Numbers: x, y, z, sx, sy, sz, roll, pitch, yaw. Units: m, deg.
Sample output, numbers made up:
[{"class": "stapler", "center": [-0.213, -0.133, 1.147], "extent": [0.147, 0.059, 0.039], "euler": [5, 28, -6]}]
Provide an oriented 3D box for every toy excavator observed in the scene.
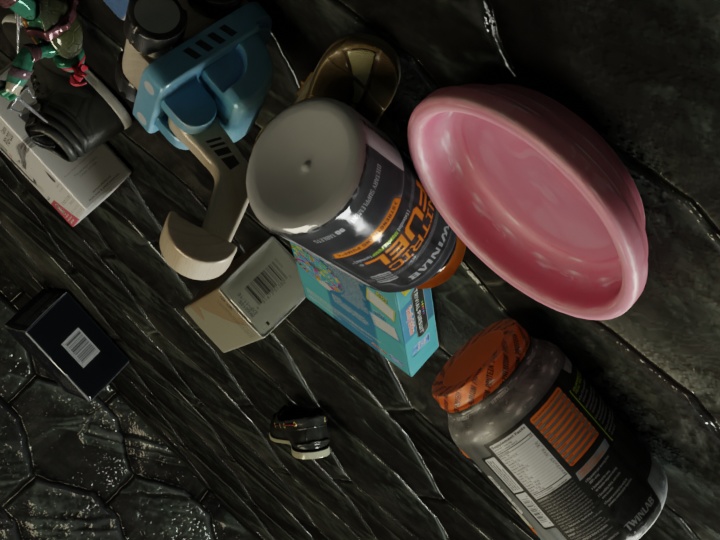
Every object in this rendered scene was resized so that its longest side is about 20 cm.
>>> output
[{"class": "toy excavator", "center": [-0.118, -0.118, 1.023], "extent": [0.200, 0.194, 0.100], "euler": [48, 152, 7]}]

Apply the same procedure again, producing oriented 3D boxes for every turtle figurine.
[{"class": "turtle figurine", "center": [-0.340, -0.261, 1.352], "extent": [0.201, 0.100, 0.151], "euler": [69, -170, -47]}]

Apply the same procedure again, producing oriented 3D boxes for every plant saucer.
[{"class": "plant saucer", "center": [0.121, -0.054, 0.900], "extent": [0.200, 0.051, 0.201], "euler": [40, 161, 17]}]

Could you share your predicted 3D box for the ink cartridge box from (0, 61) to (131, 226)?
[{"class": "ink cartridge box", "center": [-0.404, -0.165, 1.692], "extent": [0.200, 0.085, 0.145], "euler": [49, 160, -8]}]

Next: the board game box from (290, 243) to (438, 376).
[{"class": "board game box", "center": [0.000, 0.000, 1.260], "extent": [0.151, 0.047, 0.201], "euler": [36, 159, 25]}]

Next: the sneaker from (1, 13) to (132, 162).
[{"class": "sneaker", "center": [-0.366, -0.208, 1.503], "extent": [0.200, 0.099, 0.071], "euler": [43, 163, 9]}]

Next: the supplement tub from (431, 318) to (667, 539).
[{"class": "supplement tub", "center": [0.160, 0.146, 1.120], "extent": [0.200, 0.123, 0.122], "euler": [49, 160, -10]}]

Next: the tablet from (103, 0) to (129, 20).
[{"class": "tablet", "center": [-0.269, -0.323, 1.199], "extent": [0.200, 0.014, 0.130], "euler": [48, 160, -12]}]

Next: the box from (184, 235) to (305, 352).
[{"class": "box", "center": [-0.133, 0.032, 1.528], "extent": [0.078, 0.095, 0.200], "euler": [47, 159, -7]}]

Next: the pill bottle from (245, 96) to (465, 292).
[{"class": "pill bottle", "center": [0.008, -0.047, 1.003], "extent": [0.106, 0.107, 0.200], "euler": [30, 180, 36]}]

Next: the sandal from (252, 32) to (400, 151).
[{"class": "sandal", "center": [-0.022, -0.132, 1.024], "extent": [0.080, 0.054, 0.200], "euler": [20, 149, -15]}]

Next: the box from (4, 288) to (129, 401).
[{"class": "box", "center": [-0.607, 0.151, 2.688], "extent": [0.200, 0.124, 0.196], "euler": [51, 158, -19]}]

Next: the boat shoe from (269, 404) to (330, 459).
[{"class": "boat shoe", "center": [-0.088, 0.223, 1.883], "extent": [0.201, 0.073, 0.064], "euler": [-172, 75, -75]}]
